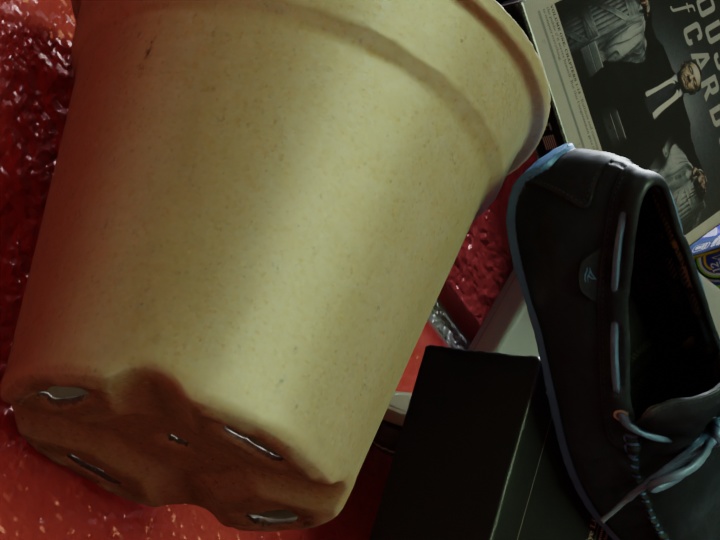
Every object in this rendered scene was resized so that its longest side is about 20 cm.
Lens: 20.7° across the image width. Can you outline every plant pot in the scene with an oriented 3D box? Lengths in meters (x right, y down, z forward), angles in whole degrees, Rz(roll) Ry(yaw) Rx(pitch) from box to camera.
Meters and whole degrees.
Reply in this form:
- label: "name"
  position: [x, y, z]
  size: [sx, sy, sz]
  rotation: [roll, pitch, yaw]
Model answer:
- label: "plant pot"
  position: [-0.046, -0.009, 0.754]
  size: [0.200, 0.200, 0.184]
  rotation: [40, 57, -38]

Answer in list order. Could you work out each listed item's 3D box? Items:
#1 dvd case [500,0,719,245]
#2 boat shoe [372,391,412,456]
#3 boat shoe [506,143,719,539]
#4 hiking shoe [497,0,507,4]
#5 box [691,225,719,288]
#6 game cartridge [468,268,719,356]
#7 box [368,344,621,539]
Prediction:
- label: "dvd case"
  position: [0.150, -0.089, 1.001]
  size: [0.200, 0.025, 0.151]
  rotation: [-31, 105, -46]
- label: "boat shoe"
  position: [0.080, 0.113, 0.953]
  size: [0.199, 0.073, 0.063]
  rotation: [22, 94, -31]
- label: "boat shoe"
  position: [0.115, 0.047, 0.782]
  size: [0.084, 0.068, 0.200]
  rotation: [-46, 123, -29]
- label: "hiking shoe"
  position: [0.069, -0.144, 1.024]
  size: [0.076, 0.100, 0.201]
  rotation: [52, 40, -44]
- label: "box"
  position: [0.245, -0.010, 1.246]
  size: [0.200, 0.064, 0.070]
  rotation: [-36, 104, -55]
- label: "game cartridge"
  position: [0.144, 0.060, 1.033]
  size: [0.200, 0.040, 0.134]
  rotation: [35, 78, -29]
- label: "box"
  position: [0.071, 0.150, 0.847]
  size: [0.141, 0.079, 0.201]
  rotation: [26, 76, -40]
